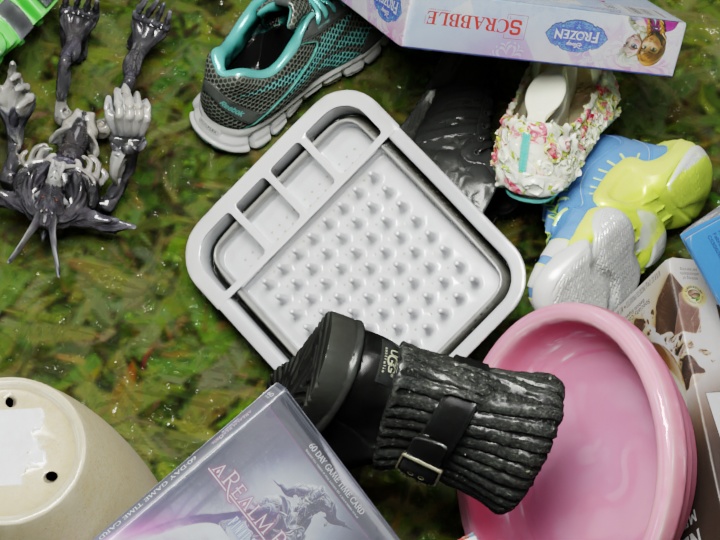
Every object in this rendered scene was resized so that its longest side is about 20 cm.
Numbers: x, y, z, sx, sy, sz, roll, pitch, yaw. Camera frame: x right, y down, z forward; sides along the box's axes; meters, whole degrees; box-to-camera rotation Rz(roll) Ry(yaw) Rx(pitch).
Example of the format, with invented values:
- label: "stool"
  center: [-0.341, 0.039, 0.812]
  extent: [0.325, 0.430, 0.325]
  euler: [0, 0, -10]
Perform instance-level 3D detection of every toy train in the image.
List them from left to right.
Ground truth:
- label: "toy train"
  center: [-0.255, -0.151, 1.674]
  extent: [0.042, 0.056, 0.200]
  euler: [47, 38, -13]

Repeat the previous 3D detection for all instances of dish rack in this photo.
- label: "dish rack"
  center: [0.000, 0.000, 1.634]
  extent: [0.172, 0.044, 0.200]
  euler: [-45, 69, 5]

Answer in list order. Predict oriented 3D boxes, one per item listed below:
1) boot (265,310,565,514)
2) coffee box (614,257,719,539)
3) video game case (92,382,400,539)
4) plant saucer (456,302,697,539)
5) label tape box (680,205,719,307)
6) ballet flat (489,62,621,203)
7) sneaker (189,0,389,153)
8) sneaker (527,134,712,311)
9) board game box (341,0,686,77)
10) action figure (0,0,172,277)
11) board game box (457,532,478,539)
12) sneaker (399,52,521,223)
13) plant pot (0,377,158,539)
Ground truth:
- label: "boot"
  center: [0.023, 0.106, 1.533]
  extent: [0.158, 0.211, 0.079]
  euler: [17, 64, -13]
- label: "coffee box"
  center: [0.217, 0.108, 1.553]
  extent: [0.080, 0.113, 0.200]
  euler: [5, 59, -24]
- label: "video game case"
  center: [-0.084, 0.181, 1.451]
  extent: [0.200, 0.143, 0.019]
  euler: [-40, 27, -9]
- label: "plant saucer"
  center: [0.138, 0.121, 1.532]
  extent: [0.051, 0.201, 0.201]
  euler: [7, 56, -36]
- label: "label tape box"
  center: [0.298, 0.000, 1.562]
  extent: [0.200, 0.063, 0.144]
  euler: [-30, 90, -55]
- label: "ballet flat"
  center: [0.135, -0.115, 1.659]
  extent: [0.076, 0.064, 0.200]
  euler: [6, 31, 11]
- label: "sneaker"
  center: [-0.038, -0.169, 1.721]
  extent: [0.078, 0.091, 0.200]
  euler: [36, 68, 16]
- label: "sneaker"
  center: [0.147, -0.031, 1.648]
  extent: [0.105, 0.076, 0.200]
  euler: [18, 37, 32]
- label: "board game box"
  center: [0.083, -0.185, 1.654]
  extent: [0.200, 0.041, 0.200]
  euler: [5, 20, -23]
- label: "action figure"
  center: [-0.196, -0.101, 1.680]
  extent: [0.119, 0.102, 0.200]
  euler: [11, 59, 4]
- label: "board game box"
  center: [0.019, 0.289, 1.489]
  extent: [0.196, 0.056, 0.200]
  euler: [-22, 64, -5]
- label: "sneaker"
  center: [0.073, -0.074, 1.692]
  extent: [0.104, 0.060, 0.200]
  euler: [29, 71, 16]
- label: "plant pot"
  center: [-0.203, 0.148, 1.492]
  extent: [0.187, 0.200, 0.187]
  euler: [0, 62, 0]
